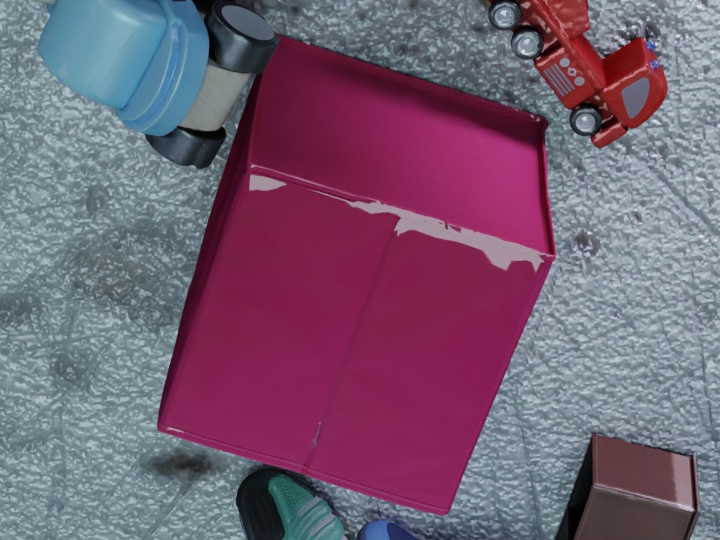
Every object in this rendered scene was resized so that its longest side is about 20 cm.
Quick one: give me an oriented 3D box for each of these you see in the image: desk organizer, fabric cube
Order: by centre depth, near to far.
[{"bbox_3d":[0.000,0.000,1.445,0.200,0.196,0.199,17,118,-6],"label":"fabric cube"},{"bbox_3d":[0.176,0.221,1.634,0.077,0.072,0.200,14,120,-2],"label":"desk organizer"}]

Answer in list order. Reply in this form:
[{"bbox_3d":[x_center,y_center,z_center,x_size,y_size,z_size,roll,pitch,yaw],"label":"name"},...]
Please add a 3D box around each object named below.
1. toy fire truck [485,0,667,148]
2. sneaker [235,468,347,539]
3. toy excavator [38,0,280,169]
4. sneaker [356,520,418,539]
[{"bbox_3d":[0.149,-0.186,1.412,0.141,0.049,0.200,-32,114,19],"label":"toy fire truck"},{"bbox_3d":[-0.037,0.235,1.658,0.200,0.074,0.088,55,149,-6],"label":"sneaker"},{"bbox_3d":[-0.175,-0.169,1.401,0.200,0.194,0.100,11,125,-36],"label":"toy excavator"},{"bbox_3d":[0.084,0.239,1.623,0.200,0.074,0.082,41,109,12],"label":"sneaker"}]
